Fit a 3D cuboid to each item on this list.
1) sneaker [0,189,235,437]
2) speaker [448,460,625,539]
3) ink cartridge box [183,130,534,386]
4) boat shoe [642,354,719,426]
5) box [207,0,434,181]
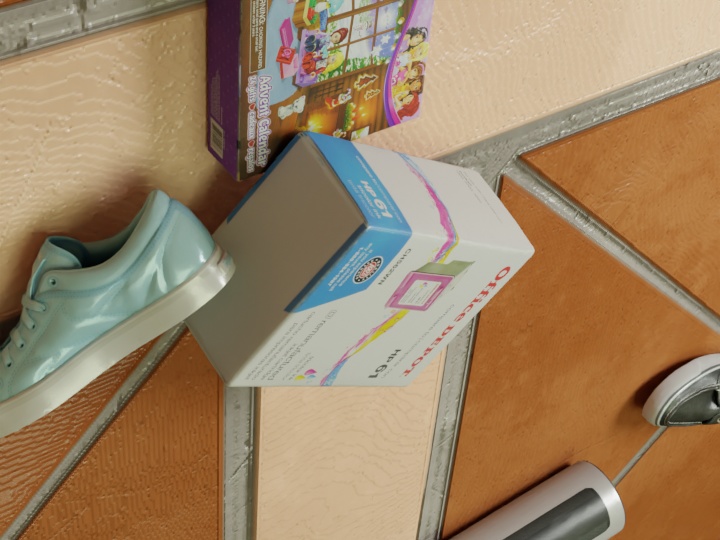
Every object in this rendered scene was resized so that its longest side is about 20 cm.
[{"bbox_3d":[-0.176,0.022,0.849,0.200,0.074,0.082,-35,107,1],"label":"sneaker"},{"bbox_3d":[0.152,0.263,1.376,0.200,0.081,0.081,-26,140,-22],"label":"speaker"},{"bbox_3d":[0.000,0.000,0.932,0.145,0.085,0.200,-48,153,23],"label":"ink cartridge box"},{"bbox_3d":[0.370,0.122,1.450,0.200,0.057,0.069,-14,135,-35],"label":"boat shoe"},{"bbox_3d":[-0.020,-0.158,0.826,0.137,0.039,0.200,-23,139,-27],"label":"box"}]
